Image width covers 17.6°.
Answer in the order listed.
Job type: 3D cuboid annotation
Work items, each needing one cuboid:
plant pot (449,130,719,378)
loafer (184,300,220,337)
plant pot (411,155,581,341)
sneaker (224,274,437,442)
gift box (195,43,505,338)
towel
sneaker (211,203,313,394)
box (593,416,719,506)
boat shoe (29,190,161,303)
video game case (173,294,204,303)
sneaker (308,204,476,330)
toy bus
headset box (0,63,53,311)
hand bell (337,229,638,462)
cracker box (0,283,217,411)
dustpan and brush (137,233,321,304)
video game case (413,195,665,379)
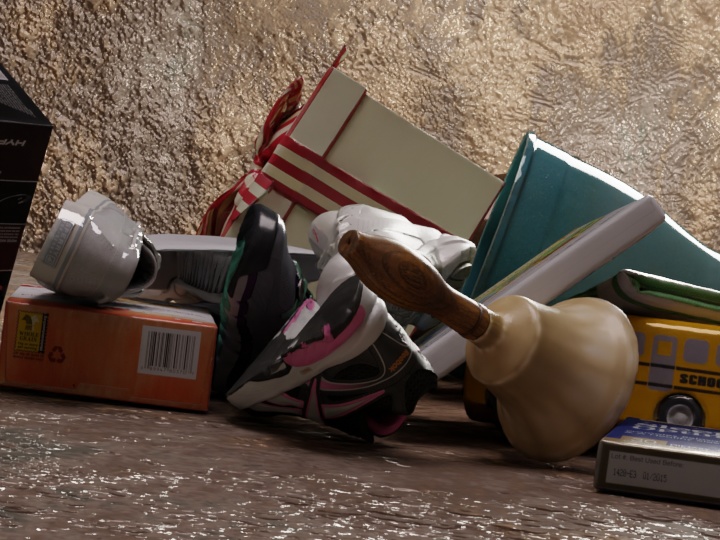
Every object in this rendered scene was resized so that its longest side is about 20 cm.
[{"bbox_3d":[0.180,0.018,1.811,0.187,0.202,0.200,21,2,0],"label":"plant pot"},{"bbox_3d":[-0.060,0.049,1.682,0.070,0.069,0.200,-6,6,-44],"label":"loafer"},{"bbox_3d":[0.091,0.004,1.995,0.196,0.202,0.200,-1,3,-8],"label":"plant pot"},{"bbox_3d":[-0.016,0.069,1.383,0.086,0.080,0.200,44,-16,-7],"label":"sneaker"},{"bbox_3d":[-0.009,-0.047,1.788,0.186,0.185,0.200,32,-15,2],"label":"gift box"},{"bbox_3d":[0.182,0.040,1.567,0.151,0.024,0.200,11,-16,-24],"label":"towel"},{"bbox_3d":[-0.045,0.024,1.508,0.087,0.075,0.200,14,-28,-1],"label":"sneaker"},{"bbox_3d":[0.205,0.110,1.347,0.120,0.033,0.200,7,1,11],"label":"box"},{"bbox_3d":[-0.160,-0.010,1.472,0.068,0.072,0.200,27,-5,-2],"label":"boat shoe"},{"bbox_3d":[-0.095,0.028,1.818,0.143,0.018,0.200,35,-13,-19],"label":"video game case"},{"bbox_3d":[0.000,0.000,1.513,0.099,0.078,0.200,28,11,15],"label":"sneaker"},{"bbox_3d":[0.167,0.071,1.479,0.198,0.079,0.065,7,-13,8],"label":"toy bus"},{"bbox_3d":[-0.279,-0.038,1.486,0.075,0.201,0.149,3,28,-34],"label":"headset box"},{"bbox_3d":[0.060,0.025,1.322,0.104,0.105,0.199,9,-18,47],"label":"hand bell"},{"bbox_3d":[-0.164,0.048,1.523,0.133,0.058,0.200,7,1,-6],"label":"cracker box"},{"bbox_3d":[-0.118,0.004,1.639,0.138,0.058,0.200,2,5,-26],"label":"dustpan and brush"},{"bbox_3d":[0.091,0.024,1.507,0.199,0.023,0.182,-35,1,-11],"label":"video game case"}]
